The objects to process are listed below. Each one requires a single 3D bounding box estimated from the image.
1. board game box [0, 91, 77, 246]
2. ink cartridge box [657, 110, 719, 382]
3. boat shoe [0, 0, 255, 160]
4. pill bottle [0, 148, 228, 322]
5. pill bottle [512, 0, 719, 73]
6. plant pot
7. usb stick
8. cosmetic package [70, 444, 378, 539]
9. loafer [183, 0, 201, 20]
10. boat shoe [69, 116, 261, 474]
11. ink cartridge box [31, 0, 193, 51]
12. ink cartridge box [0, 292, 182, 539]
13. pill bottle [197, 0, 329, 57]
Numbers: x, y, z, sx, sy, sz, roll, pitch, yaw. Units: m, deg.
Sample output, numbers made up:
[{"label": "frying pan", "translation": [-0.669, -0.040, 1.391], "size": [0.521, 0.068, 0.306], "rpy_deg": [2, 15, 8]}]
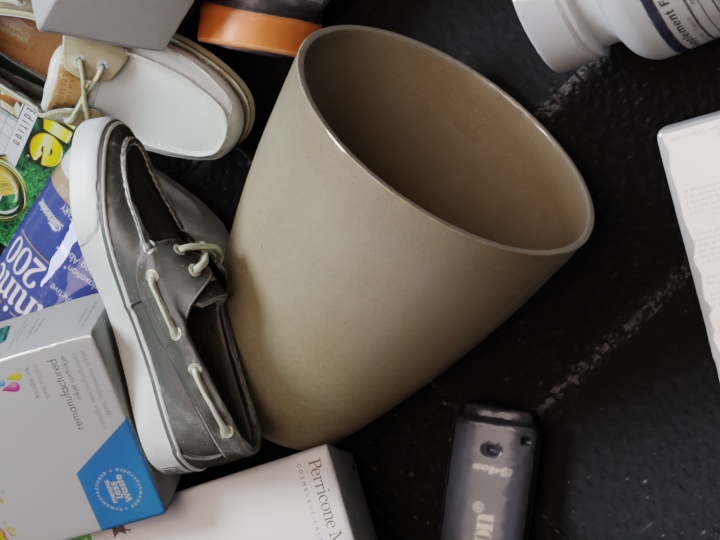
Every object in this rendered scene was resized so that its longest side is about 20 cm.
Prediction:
[{"label": "board game box", "translation": [-0.198, -0.111, 1.508], "size": [0.105, 0.023, 0.200], "rpy_deg": [31, 118, 7]}, {"label": "ink cartridge box", "translation": [0.263, -0.002, 1.356], "size": [0.160, 0.047, 0.201], "rpy_deg": [-15, 90, 21]}, {"label": "boat shoe", "translation": [-0.160, -0.111, 1.440], "size": [0.200, 0.068, 0.075], "rpy_deg": [22, 117, 12]}, {"label": "pill bottle", "translation": [-0.174, 0.034, 1.480], "size": [0.111, 0.111, 0.200], "rpy_deg": [38, 103, 17]}, {"label": "pill bottle", "translation": [0.182, -0.181, 1.347], "size": [0.200, 0.111, 0.111], "rpy_deg": [-22, 82, 20]}, {"label": "plant pot", "translation": [0.000, 0.000, 1.398], "size": [0.187, 0.187, 0.200], "rpy_deg": [43, 120, 16]}, {"label": "usb stick", "translation": [0.067, 0.176, 1.435], "size": [0.055, 0.033, 0.201], "rpy_deg": [9, 93, 22]}, {"label": "cosmetic package", "translation": [-0.089, 0.179, 1.426], "size": [0.199, 0.085, 0.108], "rpy_deg": [-20, 78, 7]}, {"label": "loafer", "translation": [-0.176, -0.211, 1.522], "size": [0.200, 0.072, 0.063], "rpy_deg": [22, 68, 17]}, {"label": "boat shoe", "translation": [-0.101, 0.009, 1.359], "size": [0.064, 0.071, 0.201], "rpy_deg": [-14, 96, 25]}, {"label": "ink cartridge box", "translation": [-0.135, -0.247, 1.410], "size": [0.148, 0.085, 0.200], "rpy_deg": [-54, 38, 41]}, {"label": "ink cartridge box", "translation": [-0.212, 0.098, 1.399], "size": [0.199, 0.067, 0.116], "rpy_deg": [-17, 109, 14]}, {"label": "pill bottle", "translation": [-0.045, -0.224, 1.440], "size": [0.106, 0.106, 0.201], "rpy_deg": [10, 95, 21]}]
